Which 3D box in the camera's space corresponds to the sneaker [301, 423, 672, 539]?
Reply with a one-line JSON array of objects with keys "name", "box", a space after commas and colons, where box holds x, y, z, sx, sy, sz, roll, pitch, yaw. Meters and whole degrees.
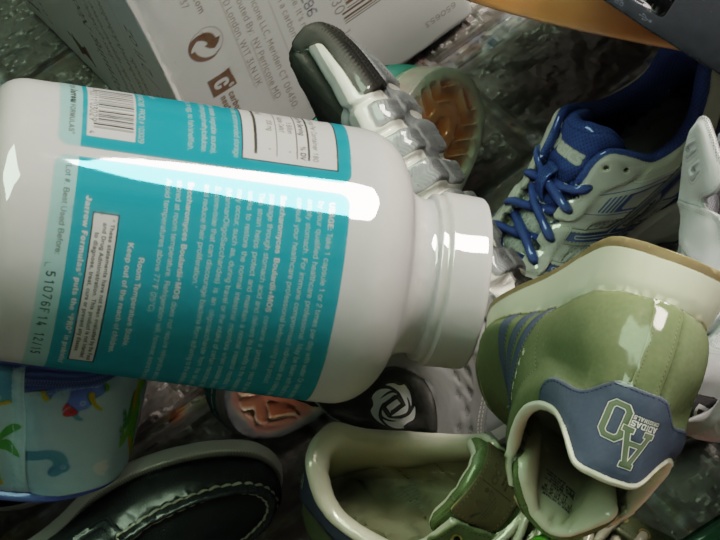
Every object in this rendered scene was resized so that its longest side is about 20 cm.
[{"name": "sneaker", "box": [0.061, 0.111, 1.131, 0.199, 0.090, 0.067, 12, 54, 28]}]

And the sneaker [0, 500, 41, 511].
[{"name": "sneaker", "box": [-0.222, 0.083, 1.251, 0.199, 0.076, 0.114, 4, 18, 29]}]

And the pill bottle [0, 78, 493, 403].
[{"name": "pill bottle", "box": [-0.052, -0.008, 1.113, 0.199, 0.111, 0.111, 8, 49, -9]}]

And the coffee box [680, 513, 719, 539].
[{"name": "coffee box", "box": [0.204, 0.120, 1.075, 0.200, 0.044, 0.123, -30, 85, -8]}]

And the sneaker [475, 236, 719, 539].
[{"name": "sneaker", "box": [0.074, 0.055, 1.035, 0.067, 0.200, 0.090, 20, 73, -6]}]

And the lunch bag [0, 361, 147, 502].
[{"name": "lunch bag", "box": [-0.188, 0.020, 1.208, 0.199, 0.083, 0.161, 4, 32, 2]}]

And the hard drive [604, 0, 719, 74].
[{"name": "hard drive", "box": [0.178, -0.115, 1.168, 0.200, 0.042, 0.135, 30, 34, -5]}]

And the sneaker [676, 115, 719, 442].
[{"name": "sneaker", "box": [0.153, 0.002, 1.070, 0.075, 0.115, 0.200, 3, 6, 0]}]

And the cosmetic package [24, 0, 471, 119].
[{"name": "cosmetic package", "box": [-0.080, -0.183, 1.394, 0.166, 0.168, 0.200, -36, 48, -11]}]

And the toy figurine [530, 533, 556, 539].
[{"name": "toy figurine", "box": [0.130, 0.208, 0.998, 0.183, 0.150, 0.201, 10, 85, 15]}]

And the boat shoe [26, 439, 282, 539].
[{"name": "boat shoe", "box": [-0.117, 0.139, 1.200, 0.200, 0.076, 0.060, -30, 46, 9]}]

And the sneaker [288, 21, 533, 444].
[{"name": "sneaker", "box": [0.000, 0.000, 1.205, 0.115, 0.075, 0.200, -37, 78, 12]}]

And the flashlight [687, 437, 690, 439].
[{"name": "flashlight", "box": [0.202, 0.010, 1.202, 0.200, 0.068, 0.068, -30, 51, 0]}]

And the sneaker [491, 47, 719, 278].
[{"name": "sneaker", "box": [0.088, -0.030, 1.257, 0.200, 0.088, 0.075, -40, 51, -14]}]

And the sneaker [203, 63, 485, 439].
[{"name": "sneaker", "box": [-0.020, -0.010, 1.299, 0.080, 0.071, 0.200, 6, 57, 49]}]

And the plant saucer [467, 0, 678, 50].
[{"name": "plant saucer", "box": [0.129, -0.128, 1.276, 0.199, 0.032, 0.200, 9, 13, -2]}]
